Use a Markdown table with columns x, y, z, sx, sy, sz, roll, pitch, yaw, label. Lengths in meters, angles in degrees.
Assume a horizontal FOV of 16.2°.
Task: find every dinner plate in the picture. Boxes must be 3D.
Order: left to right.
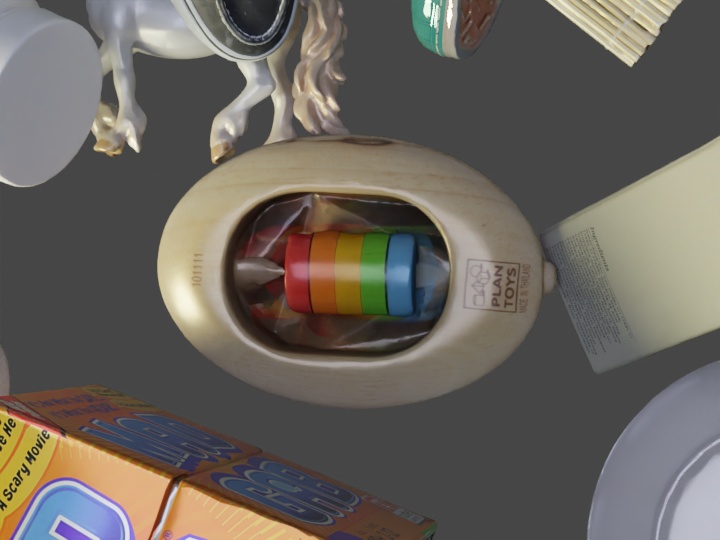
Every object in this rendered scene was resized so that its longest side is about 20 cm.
| x | y | z | sx | sy | sz | roll | pitch | yaw | label |
| --- | --- | --- | --- | --- | --- | --- | --- | --- | --- |
| 0.212 | 0.140 | 1.265 | 0.199 | 0.024 | 0.201 | 0 | 90 | 10 | dinner plate |

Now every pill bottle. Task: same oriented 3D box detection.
| x | y | z | sx | sy | sz | roll | pitch | yaw | label |
| --- | --- | --- | --- | --- | --- | --- | --- | --- | --- |
| -0.230 | -0.112 | 1.262 | 0.200 | 0.112 | 0.112 | 22 | 93 | 30 | pill bottle |

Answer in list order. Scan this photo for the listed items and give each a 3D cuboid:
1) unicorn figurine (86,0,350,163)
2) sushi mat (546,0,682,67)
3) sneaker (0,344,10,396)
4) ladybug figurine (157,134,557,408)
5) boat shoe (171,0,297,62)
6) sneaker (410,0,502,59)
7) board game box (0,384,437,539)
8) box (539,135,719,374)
| x | y | z | sx | sy | sz | roll | pitch | yaw | label |
| --- | --- | --- | --- | --- | --- | --- | --- | --- | --- |
| -0.102 | -0.126 | 1.299 | 0.199 | 0.074 | 0.138 | 6 | 90 | -7 | unicorn figurine |
| 0.084 | -0.193 | 1.214 | 0.200 | 0.012 | 0.096 | 40 | 104 | 15 | sushi mat |
| -0.243 | 0.030 | 1.321 | 0.105 | 0.076 | 0.201 | -2 | 82 | 21 | sneaker |
| 0.000 | 0.000 | 1.273 | 0.199 | 0.072 | 0.136 | 6 | 94 | 10 | ladybug figurine |
| -0.055 | -0.181 | 1.193 | 0.072 | 0.068 | 0.200 | -16 | 124 | -21 | boat shoe |
| 0.034 | -0.208 | 1.278 | 0.080 | 0.071 | 0.201 | 5 | 93 | 25 | sneaker |
| -0.100 | 0.185 | 1.225 | 0.199 | 0.200 | 0.200 | 21 | 93 | 8 | board game box |
| 0.163 | -0.014 | 1.183 | 0.068 | 0.200 | 0.082 | -21 | 87 | -24 | box |
